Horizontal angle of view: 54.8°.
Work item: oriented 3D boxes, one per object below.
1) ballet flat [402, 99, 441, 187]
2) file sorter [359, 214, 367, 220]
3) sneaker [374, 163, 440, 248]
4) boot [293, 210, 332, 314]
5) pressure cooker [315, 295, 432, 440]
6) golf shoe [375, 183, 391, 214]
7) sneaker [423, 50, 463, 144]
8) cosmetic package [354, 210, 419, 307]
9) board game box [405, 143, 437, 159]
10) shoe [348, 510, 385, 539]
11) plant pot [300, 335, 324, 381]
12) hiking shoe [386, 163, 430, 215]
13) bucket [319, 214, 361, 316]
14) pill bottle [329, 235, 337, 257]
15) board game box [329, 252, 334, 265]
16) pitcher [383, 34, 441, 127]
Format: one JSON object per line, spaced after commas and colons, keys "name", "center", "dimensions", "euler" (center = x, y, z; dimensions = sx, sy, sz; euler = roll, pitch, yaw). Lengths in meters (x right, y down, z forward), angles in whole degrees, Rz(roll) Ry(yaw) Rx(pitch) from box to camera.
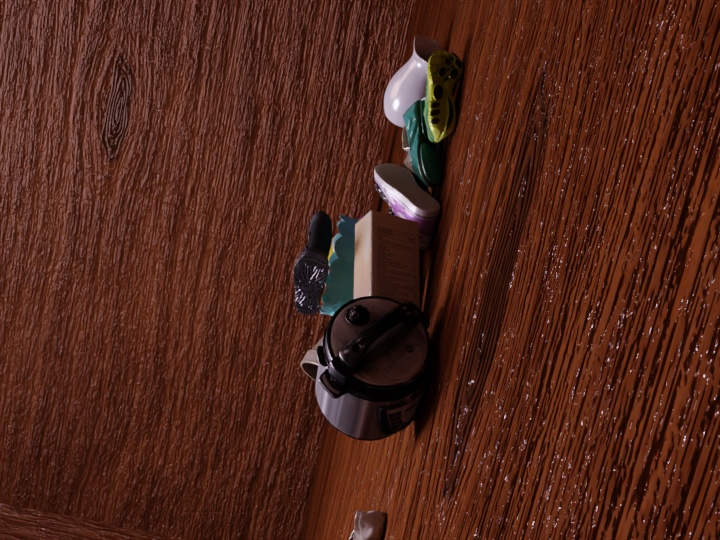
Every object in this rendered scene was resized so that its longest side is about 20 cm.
{"name": "ballet flat", "center": [0.116, -0.239, 1.371], "dimensions": [0.070, 0.066, 0.205], "euler": [-28, 56, 41]}
{"name": "file sorter", "center": [0.032, -0.024, 1.821], "dimensions": [0.141, 0.122, 0.203], "euler": [-81, 4, -46]}
{"name": "sneaker", "center": [0.078, -0.118, 1.342], "dimensions": [0.202, 0.071, 0.116], "euler": [-124, 31, -44]}
{"name": "boot", "center": [-0.082, -0.042, 1.356], "dimensions": [0.167, 0.064, 0.203], "euler": [108, 177, -45]}
{"name": "pressure cooker", "center": [0.018, 0.141, 1.057], "dimensions": [0.202, 0.174, 0.179], "euler": [102, 175, -48]}
{"name": "golf shoe", "center": [0.103, -0.135, 1.579], "dimensions": [0.077, 0.094, 0.203], "euler": [-33, 49, 21]}
{"name": "sneaker", "center": [0.151, -0.337, 1.343], "dimensions": [0.084, 0.072, 0.205], "euler": [120, 162, -66]}
{"name": "cosmetic package", "center": [0.046, 0.010, 1.219], "dimensions": [0.071, 0.103, 0.205], "euler": [-33, 50, 56]}
{"name": "board game box", "center": [0.135, -0.266, 1.574], "dimensions": [0.200, 0.046, 0.155], "euler": [-93, 16, -76]}
{"name": "shoe", "center": [0.001, 0.478, 1.244], "dimensions": [0.202, 0.052, 0.071], "euler": [105, 175, -48]}
{"name": "plant pot", "center": [-0.034, 0.218, 1.823], "dimensions": [0.176, 0.197, 0.201], "euler": [-61, -3, -21]}
{"name": "hiking shoe", "center": [0.099, -0.196, 1.418], "dimensions": [0.076, 0.098, 0.205], "euler": [92, -174, -70]}
{"name": "bucket", "center": [0.000, 0.000, 1.407], "dimensions": [0.207, 0.131, 0.213], "euler": [-168, 90, -86]}
{"name": "pill bottle", "center": [0.004, -0.054, 1.640], "dimensions": [0.104, 0.197, 0.106], "euler": [48, -152, -35]}
{"name": "board game box", "center": [0.005, 0.042, 1.567], "dimensions": [0.024, 0.199, 0.105], "euler": [-47, 9, 7]}
{"name": "pitcher", "center": [0.138, -0.441, 1.704], "dimensions": [0.202, 0.118, 0.174], "euler": [120, 150, -41]}
